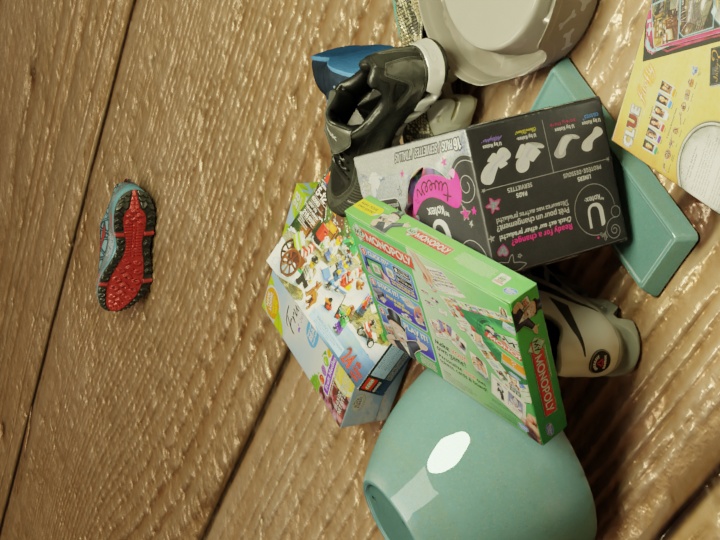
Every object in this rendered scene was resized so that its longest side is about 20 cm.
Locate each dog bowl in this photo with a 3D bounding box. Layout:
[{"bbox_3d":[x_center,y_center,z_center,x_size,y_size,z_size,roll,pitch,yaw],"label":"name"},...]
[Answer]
[{"bbox_3d":[0.122,-0.254,1.046,0.199,0.058,0.203,20,114,56],"label":"dog bowl"}]

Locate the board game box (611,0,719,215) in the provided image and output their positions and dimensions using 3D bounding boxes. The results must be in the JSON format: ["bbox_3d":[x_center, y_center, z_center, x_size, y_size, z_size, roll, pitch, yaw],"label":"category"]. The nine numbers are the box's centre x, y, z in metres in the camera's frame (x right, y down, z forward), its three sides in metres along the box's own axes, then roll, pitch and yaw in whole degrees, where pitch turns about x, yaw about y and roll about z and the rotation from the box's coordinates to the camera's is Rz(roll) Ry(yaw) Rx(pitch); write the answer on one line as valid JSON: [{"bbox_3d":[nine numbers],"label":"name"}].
[{"bbox_3d":[0.251,-0.153,0.871,0.136,0.034,0.202,46,133,46],"label":"board game box"}]

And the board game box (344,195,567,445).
[{"bbox_3d":[0.070,0.034,0.974,0.199,0.029,0.136,32,147,48],"label":"board game box"}]

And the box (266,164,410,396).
[{"bbox_3d":[0.000,0.000,1.212,0.137,0.037,0.200,-55,46,17],"label":"box"}]

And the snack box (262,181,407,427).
[{"bbox_3d":[-0.020,0.032,1.335,0.201,0.067,0.170,54,137,42],"label":"snack box"}]

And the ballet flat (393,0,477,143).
[{"bbox_3d":[0.071,-0.175,1.149,0.075,0.067,0.203,-8,86,48],"label":"ballet flat"}]

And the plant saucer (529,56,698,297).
[{"bbox_3d":[0.191,-0.075,1.006,0.201,0.019,0.070,61,143,31],"label":"plant saucer"}]

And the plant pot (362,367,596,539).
[{"bbox_3d":[0.081,0.180,1.062,0.201,0.134,0.201,51,159,27],"label":"plant pot"}]

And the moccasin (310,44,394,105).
[{"bbox_3d":[0.003,-0.181,1.247,0.200,0.079,0.069,-126,22,-74],"label":"moccasin"}]

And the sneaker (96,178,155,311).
[{"bbox_3d":[-0.347,-0.038,1.885,0.096,0.078,0.203,50,129,56],"label":"sneaker"}]

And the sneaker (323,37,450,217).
[{"bbox_3d":[-0.003,-0.122,1.119,0.067,0.089,0.201,61,140,28],"label":"sneaker"}]

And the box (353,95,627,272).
[{"bbox_3d":[0.098,-0.058,1.027,0.199,0.131,0.117,-5,100,66],"label":"box"}]

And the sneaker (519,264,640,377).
[{"bbox_3d":[0.133,0.035,1.059,0.199,0.087,0.075,27,121,56],"label":"sneaker"}]
